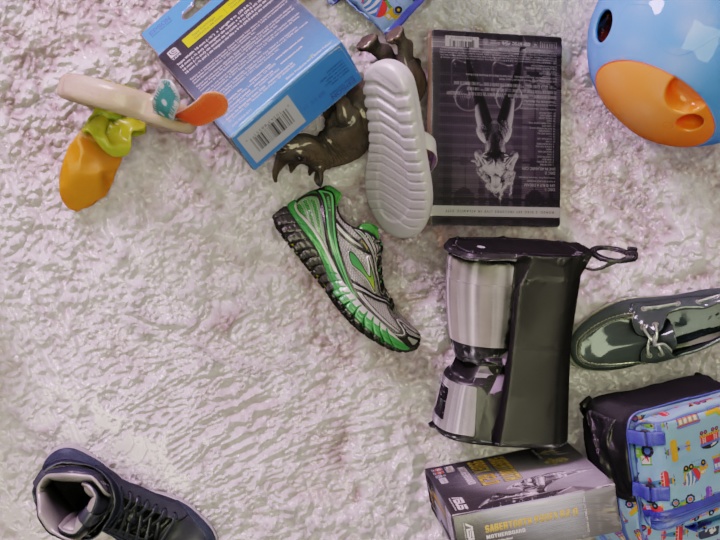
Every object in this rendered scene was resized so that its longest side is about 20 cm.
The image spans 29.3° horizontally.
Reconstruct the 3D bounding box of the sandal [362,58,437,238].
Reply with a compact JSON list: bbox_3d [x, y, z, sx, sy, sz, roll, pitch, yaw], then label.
[{"bbox_3d":[0.047,-0.121,1.390,0.050,0.082,0.203,-36,138,-37],"label":"sandal"}]

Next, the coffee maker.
[{"bbox_3d":[0.171,0.074,1.386,0.192,0.135,0.200,6,102,17],"label":"coffee maker"}]

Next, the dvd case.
[{"bbox_3d":[0.140,-0.146,1.434,0.148,0.016,0.200,0,90,-19],"label":"dvd case"}]

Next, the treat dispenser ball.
[{"bbox_3d":[0.325,-0.222,1.368,0.200,0.201,0.201,0,91,-4],"label":"treat dispenser ball"}]

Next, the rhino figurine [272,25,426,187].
[{"bbox_3d":[-0.013,-0.157,1.414,0.200,0.060,0.087,-42,124,-1],"label":"rhino figurine"}]

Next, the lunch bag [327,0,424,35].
[{"bbox_3d":[0.033,-0.351,1.415,0.151,0.094,0.200,43,101,-5],"label":"lunch bag"}]

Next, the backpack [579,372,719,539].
[{"bbox_3d":[0.324,0.219,1.401,0.182,0.134,0.200,-9,98,-23],"label":"backpack"}]

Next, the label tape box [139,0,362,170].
[{"bbox_3d":[-0.112,-0.216,1.396,0.144,0.063,0.200,-40,52,-2],"label":"label tape box"}]

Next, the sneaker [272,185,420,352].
[{"bbox_3d":[0.000,0.000,1.414,0.085,0.078,0.200,-37,94,-5],"label":"sneaker"}]

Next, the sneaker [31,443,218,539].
[{"bbox_3d":[-0.235,0.249,1.372,0.202,0.146,0.077,29,88,-5],"label":"sneaker"}]

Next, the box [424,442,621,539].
[{"bbox_3d":[0.155,0.225,1.368,0.158,0.200,0.048,-11,95,-3],"label":"box"}]

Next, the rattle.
[{"bbox_3d":[-0.222,-0.120,1.339,0.200,0.130,0.143,21,77,38],"label":"rattle"}]

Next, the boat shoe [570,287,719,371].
[{"bbox_3d":[0.314,0.061,1.443,0.200,0.062,0.073,-13,94,-3],"label":"boat shoe"}]
